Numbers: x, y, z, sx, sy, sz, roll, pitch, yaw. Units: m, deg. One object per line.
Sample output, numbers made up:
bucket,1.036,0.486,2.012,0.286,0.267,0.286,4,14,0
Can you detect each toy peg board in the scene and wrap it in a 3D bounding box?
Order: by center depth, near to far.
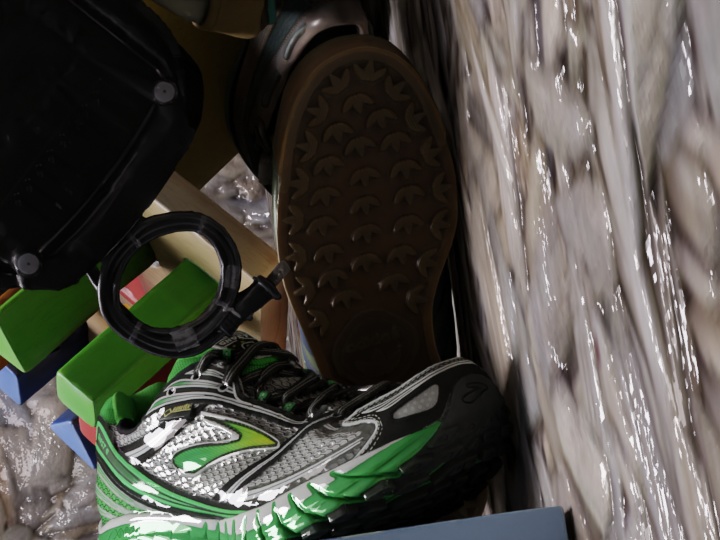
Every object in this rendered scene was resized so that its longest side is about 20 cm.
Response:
toy peg board,-0.139,0.023,1.108,0.200,0.098,0.199,38,152,20

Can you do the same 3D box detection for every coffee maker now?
coffee maker,-0.121,-0.047,0.904,0.192,0.135,0.200,62,180,-1

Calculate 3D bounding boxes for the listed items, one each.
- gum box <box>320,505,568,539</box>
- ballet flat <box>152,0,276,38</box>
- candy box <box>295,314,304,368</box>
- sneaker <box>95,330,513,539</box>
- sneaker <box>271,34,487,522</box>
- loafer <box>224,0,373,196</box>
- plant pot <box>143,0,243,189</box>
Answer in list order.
gum box,-0.025,0.116,0.788,0.200,0.170,0.045,100,162,-80
ballet flat,-0.062,-0.133,0.956,0.200,0.063,0.069,128,130,-79
candy box,0.008,0.072,1.053,0.115,0.055,0.200,-110,11,-81
sneaker,-0.032,0.059,0.842,0.200,0.078,0.085,-18,82,44
sneaker,0.000,0.000,0.909,0.090,0.067,0.201,-119,17,-65
loafer,-0.022,-0.077,1.114,0.200,0.072,0.063,90,165,-56
plant pot,-0.118,-0.162,1.175,0.194,0.200,0.196,38,153,29
